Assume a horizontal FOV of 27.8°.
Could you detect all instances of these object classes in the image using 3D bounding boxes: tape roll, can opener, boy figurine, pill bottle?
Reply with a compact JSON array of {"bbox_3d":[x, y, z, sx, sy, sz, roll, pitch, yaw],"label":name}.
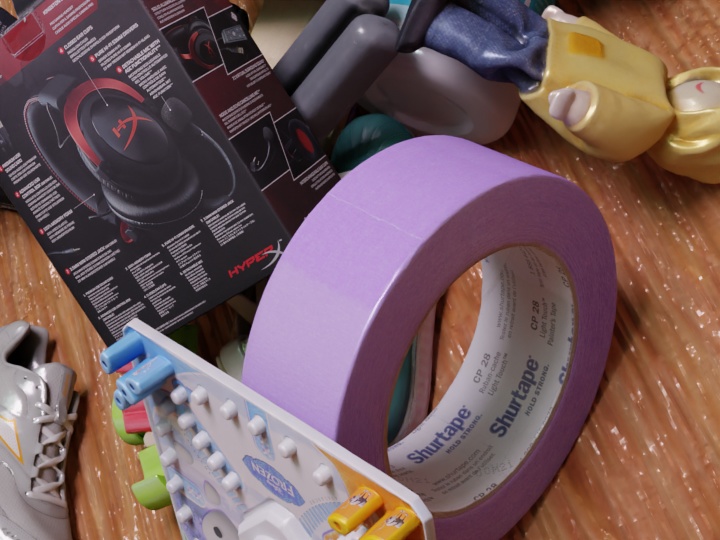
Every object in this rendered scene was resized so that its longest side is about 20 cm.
[{"bbox_3d":[0.038,0.041,0.695,0.065,0.200,0.202,26,83,40],"label":"tape roll"},{"bbox_3d":[-0.058,-0.084,0.806,0.200,0.066,0.054,-46,49,39],"label":"can opener"},{"bbox_3d":[0.116,-0.099,0.735,0.125,0.198,0.065,-68,2,-61],"label":"boy figurine"},{"bbox_3d":[0.066,-0.184,0.848,0.110,0.111,0.202,10,72,37],"label":"pill bottle"}]

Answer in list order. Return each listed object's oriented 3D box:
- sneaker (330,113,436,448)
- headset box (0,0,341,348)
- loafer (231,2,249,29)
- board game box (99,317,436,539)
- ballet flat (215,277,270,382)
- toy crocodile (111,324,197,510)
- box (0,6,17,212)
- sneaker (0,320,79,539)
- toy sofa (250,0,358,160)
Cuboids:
[{"bbox_3d":[0.000,0.000,0.805,0.071,0.080,0.203,-10,70,28],"label":"sneaker"},{"bbox_3d":[-0.119,-0.074,0.774,0.148,0.075,0.201,-29,98,33],"label":"headset box"},{"bbox_3d":[-0.138,-0.088,0.936,0.070,0.068,0.202,31,103,0],"label":"loafer"},{"bbox_3d":[-0.036,0.141,0.672,0.026,0.202,0.199,-34,42,-31],"label":"board game box"},{"bbox_3d":[-0.058,0.035,0.851,0.071,0.072,0.202,-20,57,24],"label":"ballet flat"},{"bbox_3d":[-0.123,0.042,0.878,0.067,0.062,0.203,-9,81,29],"label":"toy crocodile"},{"bbox_3d":[-0.300,-0.131,1.011,0.147,0.200,0.108,11,74,38],"label":"box"},{"bbox_3d":[-0.211,0.108,0.916,0.092,0.076,0.201,-38,52,6],"label":"sneaker"},{"bbox_3d":[-0.019,-0.157,0.923,0.082,0.098,0.202,17,75,14],"label":"toy sofa"}]
